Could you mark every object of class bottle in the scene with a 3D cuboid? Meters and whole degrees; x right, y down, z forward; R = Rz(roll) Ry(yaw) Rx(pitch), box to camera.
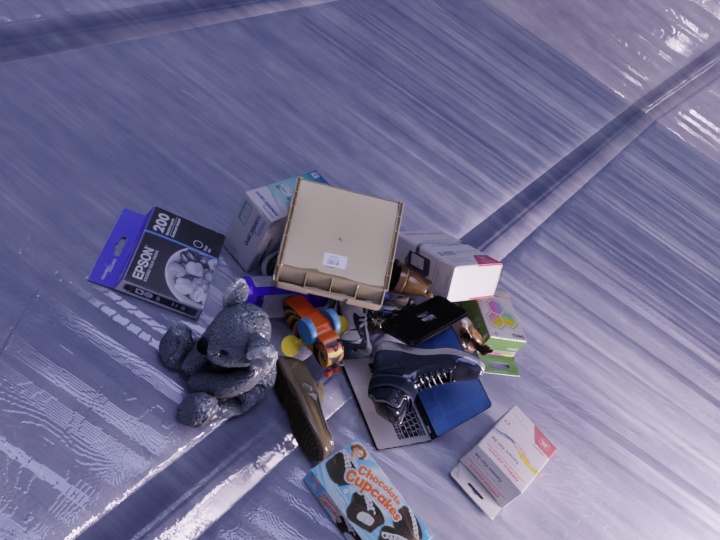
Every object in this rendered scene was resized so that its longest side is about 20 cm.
[{"bbox_3d":[-0.143,0.048,1.366,0.199,0.084,0.065,-2,51,-35],"label":"bottle"}]

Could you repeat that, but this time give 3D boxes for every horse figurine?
[{"bbox_3d":[0.211,0.113,1.552,0.200,0.050,0.132,55,10,29],"label":"horse figurine"}]

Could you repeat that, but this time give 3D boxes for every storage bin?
[{"bbox_3d":[-0.040,-0.043,1.310,0.199,0.094,0.200,14,73,-7],"label":"storage bin"}]

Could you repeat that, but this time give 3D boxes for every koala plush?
[{"bbox_3d":[-0.198,0.119,1.161,0.183,0.200,0.178,-6,54,-32],"label":"koala plush"}]

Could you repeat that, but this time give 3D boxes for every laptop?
[{"bbox_3d":[0.099,0.207,1.353,0.199,0.116,0.188,0,51,-35],"label":"laptop"}]

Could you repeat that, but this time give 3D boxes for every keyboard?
[{"bbox_3d":[0.114,0.098,1.408,0.104,0.040,0.200,33,32,29],"label":"keyboard"}]

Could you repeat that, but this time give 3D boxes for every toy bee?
[{"bbox_3d":[-0.073,0.126,1.272,0.130,0.109,0.200,-9,26,-13],"label":"toy bee"}]

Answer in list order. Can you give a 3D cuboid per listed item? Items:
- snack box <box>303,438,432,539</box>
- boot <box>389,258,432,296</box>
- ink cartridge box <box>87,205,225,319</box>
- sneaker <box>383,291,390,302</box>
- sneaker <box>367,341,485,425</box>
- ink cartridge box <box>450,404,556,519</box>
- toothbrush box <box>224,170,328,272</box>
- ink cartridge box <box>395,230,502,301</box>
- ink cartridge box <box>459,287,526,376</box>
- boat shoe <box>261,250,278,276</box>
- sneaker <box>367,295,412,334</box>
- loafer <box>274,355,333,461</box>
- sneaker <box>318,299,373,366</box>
[{"bbox_3d":[0.012,0.381,1.186,0.116,0.037,0.200,-23,66,-46],"label":"snack box"},{"bbox_3d":[0.093,0.024,1.506,0.075,0.074,0.200,19,4,-9],"label":"boot"},{"bbox_3d":[-0.358,-0.026,1.324,0.199,0.043,0.199,21,42,-14],"label":"ink cartridge box"},{"bbox_3d":[0.000,0.000,1.478,0.075,0.079,0.200,-16,40,-20],"label":"sneaker"},{"bbox_3d":[0.111,0.206,1.294,0.201,0.077,0.147,4,45,15],"label":"sneaker"},{"bbox_3d":[0.266,0.352,1.364,0.117,0.068,0.200,46,41,13],"label":"ink cartridge box"},{"bbox_3d":[-0.155,-0.099,1.454,0.085,0.147,0.200,47,43,15],"label":"toothbrush box"},{"bbox_3d":[0.178,-0.013,1.586,0.144,0.085,0.200,-4,25,-38],"label":"ink cartridge box"},{"bbox_3d":[0.293,0.127,1.607,0.103,0.059,0.201,10,46,-28],"label":"ink cartridge box"},{"bbox_3d":[-0.103,-0.025,1.464,0.060,0.076,0.200,17,37,40],"label":"boat shoe"},{"bbox_3d":[0.097,0.092,1.498,0.199,0.077,0.085,21,38,-17],"label":"sneaker"},{"bbox_3d":[-0.088,0.223,1.241,0.067,0.076,0.201,-9,57,-32],"label":"loafer"},{"bbox_3d":[0.002,0.094,1.369,0.199,0.080,0.130,-41,80,-13],"label":"sneaker"}]
